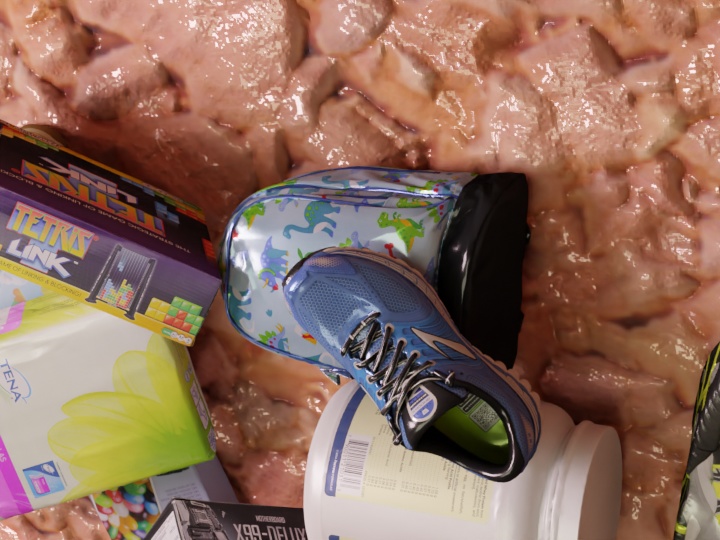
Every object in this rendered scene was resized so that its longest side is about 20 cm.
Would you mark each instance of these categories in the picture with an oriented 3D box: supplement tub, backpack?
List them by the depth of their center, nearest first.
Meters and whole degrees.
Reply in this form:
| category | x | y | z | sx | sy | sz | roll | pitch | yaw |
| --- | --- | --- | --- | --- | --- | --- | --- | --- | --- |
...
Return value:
| category | x | y | z | sx | sy | sz | roll | pitch | yaw |
| --- | --- | --- | --- | --- | --- | --- | --- | --- | --- |
| backpack | 0.000 | 0.000 | 1.129 | 0.199 | 0.153 | 0.164 | 18 | 113 | 32 |
| supplement tub | 0.074 | 0.158 | 1.159 | 0.199 | 0.145 | 0.146 | 7 | 117 | 22 |

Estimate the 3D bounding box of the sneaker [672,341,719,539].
| category | x | y | z | sx | sy | sz | roll | pitch | yaw |
| --- | --- | --- | --- | --- | --- | --- | --- | --- | --- |
| sneaker | 0.260 | 0.127 | 1.109 | 0.076 | 0.076 | 0.201 | 10 | 128 | 12 |

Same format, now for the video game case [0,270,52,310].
| category | x | y | z | sx | sy | sz | roll | pitch | yaw |
| --- | --- | --- | --- | --- | --- | --- | --- | --- | --- |
| video game case | -0.262 | -0.010 | 1.233 | 0.200 | 0.017 | 0.143 | 37 | 104 | -20 |

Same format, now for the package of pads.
| category | x | y | z | sx | sy | sz | roll | pitch | yaw |
| --- | --- | --- | --- | --- | --- | --- | --- | --- | --- |
| package of pads | -0.224 | 0.093 | 1.235 | 0.199 | 0.068 | 0.155 | -16 | 115 | 0 |

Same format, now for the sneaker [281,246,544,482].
| category | x | y | z | sx | sy | sz | roll | pitch | yaw |
| --- | --- | --- | --- | --- | --- | --- | --- | --- | --- |
| sneaker | 0.035 | 0.060 | 1.029 | 0.200 | 0.089 | 0.079 | 37 | 107 | -5 |

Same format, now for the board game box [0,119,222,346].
| category | x | y | z | sx | sy | sz | roll | pitch | yaw |
| --- | --- | --- | --- | --- | --- | --- | --- | --- | --- |
| board game box | -0.201 | -0.036 | 1.132 | 0.199 | 0.165 | 0.057 | 23 | 103 | -18 |

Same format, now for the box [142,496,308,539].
| category | x | y | z | sx | sy | sz | roll | pitch | yaw |
| --- | --- | --- | --- | --- | --- | --- | --- | --- | --- |
| box | -0.119 | 0.263 | 1.302 | 0.200 | 0.157 | 0.050 | -54 | 42 | 34 |

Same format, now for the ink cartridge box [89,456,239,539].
| category | x | y | z | sx | sy | sz | roll | pitch | yaw |
| --- | --- | --- | --- | --- | --- | --- | --- | --- | --- |
| ink cartridge box | -0.165 | 0.185 | 1.350 | 0.119 | 0.042 | 0.201 | -16 | 108 | 31 |

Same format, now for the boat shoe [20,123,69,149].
| category | x | y | z | sx | sy | sz | roll | pitch | yaw |
| --- | --- | --- | --- | --- | --- | --- | --- | --- | --- |
| boat shoe | -0.260 | -0.012 | 1.280 | 0.073 | 0.065 | 0.201 | 8 | 117 | 22 |
